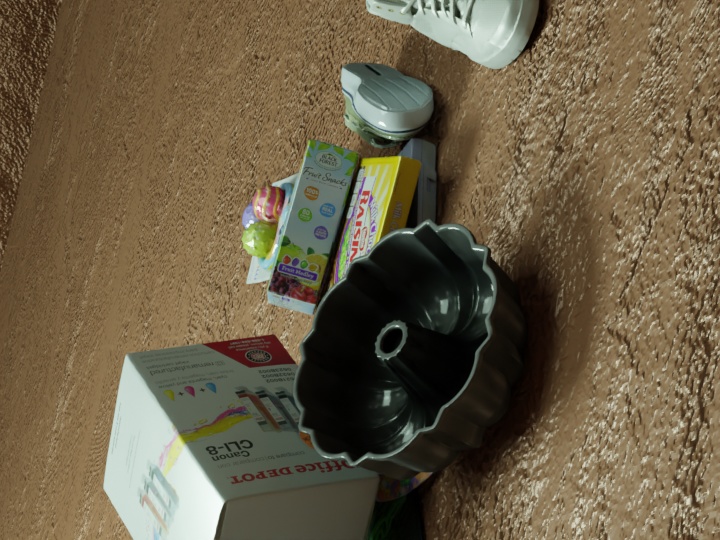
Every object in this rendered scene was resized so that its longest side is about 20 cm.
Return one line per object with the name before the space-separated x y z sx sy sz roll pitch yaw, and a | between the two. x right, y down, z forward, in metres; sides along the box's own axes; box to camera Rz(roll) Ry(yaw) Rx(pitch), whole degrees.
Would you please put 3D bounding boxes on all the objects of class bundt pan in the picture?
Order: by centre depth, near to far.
bundt pan | 0.047 0.067 1.542 0.201 0.076 0.203 -28 45 32

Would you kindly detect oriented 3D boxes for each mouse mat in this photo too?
mouse mat | 0.002 0.240 1.693 0.162 0.007 0.201 -97 29 -49

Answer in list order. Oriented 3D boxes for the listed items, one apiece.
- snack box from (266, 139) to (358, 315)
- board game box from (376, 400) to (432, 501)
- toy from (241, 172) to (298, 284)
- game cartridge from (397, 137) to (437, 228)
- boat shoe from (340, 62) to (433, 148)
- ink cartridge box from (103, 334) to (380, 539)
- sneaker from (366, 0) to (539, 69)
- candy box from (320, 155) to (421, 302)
snack box | -0.046 -0.037 1.904 0.200 0.052 0.144 127 157 -86
board game box | 0.012 0.081 1.652 0.159 0.039 0.200 -58 41 20
toy | -0.093 -0.052 2.135 0.200 0.047 0.116 -8 65 69
game cartridge | 0.025 -0.004 1.794 0.130 0.038 0.201 124 154 -51
boat shoe | 0.024 -0.145 1.884 0.200 0.071 0.063 -121 28 -71
ink cartridge box | -0.099 0.172 1.652 0.200 0.144 0.146 50 136 44
sneaker | 0.067 -0.225 1.736 0.200 0.115 0.074 18 89 69
candy box | 0.000 0.000 1.774 0.102 0.026 0.202 4 79 67
